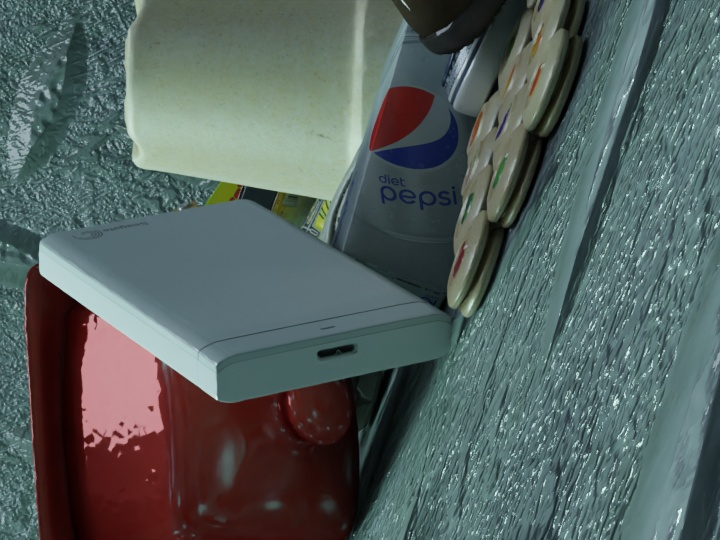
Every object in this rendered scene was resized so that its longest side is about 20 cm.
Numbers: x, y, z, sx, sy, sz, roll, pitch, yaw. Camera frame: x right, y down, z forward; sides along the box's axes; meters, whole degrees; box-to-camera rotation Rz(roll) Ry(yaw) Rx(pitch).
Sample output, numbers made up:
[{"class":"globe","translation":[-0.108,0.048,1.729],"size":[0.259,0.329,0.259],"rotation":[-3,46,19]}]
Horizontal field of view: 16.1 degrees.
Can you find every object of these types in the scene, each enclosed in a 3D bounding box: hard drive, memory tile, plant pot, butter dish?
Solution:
[{"class":"hard drive","translation":[-0.062,0.012,1.293],"size":[0.200,0.132,0.027],"rotation":[29,124,54]},{"class":"memory tile","translation":[0.078,-0.081,1.258],"size":[0.200,0.017,0.154],"rotation":[-78,9,-62]},{"class":"plant pot","translation":[-0.051,-0.128,1.603],"size":[0.200,0.183,0.201],"rotation":[3,-90,-88]},{"class":"butter dish","translation":[-0.067,0.085,1.374],"size":[0.148,0.199,0.201],"rotation":[-17,73,40]}]

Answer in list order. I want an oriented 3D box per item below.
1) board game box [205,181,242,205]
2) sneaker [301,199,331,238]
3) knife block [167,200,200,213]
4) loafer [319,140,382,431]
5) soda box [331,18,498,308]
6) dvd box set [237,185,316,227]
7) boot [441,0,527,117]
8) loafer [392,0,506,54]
[{"class":"board game box","translation":[-0.069,-0.043,1.923],"size":[0.200,0.047,0.102],"rotation":[-57,-25,-26]},{"class":"sneaker","translation":[-0.017,-0.017,1.753],"size":[0.200,0.075,0.077],"rotation":[-77,7,-50]},{"class":"knife block","translation":[-0.090,0.058,1.722],"size":[0.176,0.064,0.200],"rotation":[65,174,-18]},{"class":"loafer","translation":[0.000,0.000,1.511],"size":[0.070,0.070,0.201],"rotation":[-136,64,-76]},{"class":"soda box","translation":[0.031,-0.057,1.416],"size":[0.068,0.063,0.200],"rotation":[117,171,-54]},{"class":"dvd box set","translation":[-0.043,-0.027,1.870],"size":[0.200,0.029,0.147],"rotation":[3,-73,-68]},{"class":"boot","translation":[0.057,-0.181,1.415],"size":[0.073,0.090,0.201],"rotation":[112,178,-61]},{"class":"loafer","translation":[0.072,-0.212,1.336],"size":[0.200,0.071,0.073],"rotation":[-62,22,-14]}]
